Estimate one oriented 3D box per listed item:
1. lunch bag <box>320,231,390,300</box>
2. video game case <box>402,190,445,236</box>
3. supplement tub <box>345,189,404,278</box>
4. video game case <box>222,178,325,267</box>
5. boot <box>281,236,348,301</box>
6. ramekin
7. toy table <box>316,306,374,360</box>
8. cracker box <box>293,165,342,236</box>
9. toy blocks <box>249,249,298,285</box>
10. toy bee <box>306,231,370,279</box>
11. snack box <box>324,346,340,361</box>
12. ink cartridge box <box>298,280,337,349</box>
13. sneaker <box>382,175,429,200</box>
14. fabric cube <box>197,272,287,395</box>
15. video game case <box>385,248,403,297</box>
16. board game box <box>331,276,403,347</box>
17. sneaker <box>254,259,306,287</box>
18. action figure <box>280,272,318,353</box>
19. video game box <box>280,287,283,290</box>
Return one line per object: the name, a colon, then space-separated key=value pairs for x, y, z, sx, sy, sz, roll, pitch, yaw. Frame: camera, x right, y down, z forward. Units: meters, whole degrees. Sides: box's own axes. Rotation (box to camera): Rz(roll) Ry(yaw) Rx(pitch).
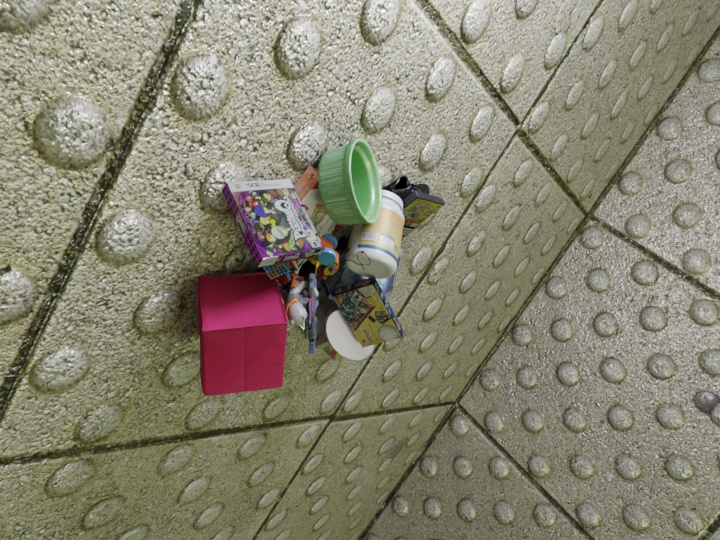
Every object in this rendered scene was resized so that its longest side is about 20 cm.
lunch bag: x=0.000 y=0.000 z=1.578 sx=0.166 sy=0.128 sz=0.204 roll=21 pitch=109 yaw=-28
video game case: x=0.151 y=-0.171 z=1.663 sx=0.179 sy=0.026 sz=0.198 roll=-38 pitch=160 yaw=27
supplement tub: x=0.043 y=-0.098 z=1.456 sx=0.145 sy=0.140 sz=0.206 roll=52 pitch=45 yaw=-58
video game case: x=-0.192 y=-0.113 z=1.209 sx=0.178 sy=0.204 sz=0.036 roll=-11 pitch=156 yaw=-44
boot: x=-0.127 y=-0.005 z=1.466 sx=0.200 sy=0.073 sz=0.166 roll=-45 pitch=-179 yaw=-34
ramekin: x=-0.026 y=-0.211 z=1.327 sx=0.199 sy=0.095 sz=0.208 roll=-7 pitch=90 yaw=-67
toy table: x=-0.056 y=0.176 z=1.623 sx=0.183 sy=0.116 sz=0.202 roll=-43 pitch=121 yaw=-15
cracker box: x=-0.110 y=-0.159 z=1.395 sx=0.135 sy=0.057 sz=0.199 roll=-51 pitch=148 yaw=1
toy blocks: x=-0.202 y=-0.045 z=1.274 sx=0.097 sy=0.139 sz=0.202 roll=-20 pitch=133 yaw=11
toy bee: x=-0.090 y=-0.025 z=1.333 sx=0.109 sy=0.198 sz=0.132 roll=-49 pitch=-175 yaw=37
snack box: x=-0.068 y=0.196 z=1.817 sx=0.141 sy=0.053 sz=0.203 roll=-39 pitch=145 yaw=-20
ink cartridge box: x=-0.115 y=0.109 z=1.662 sx=0.200 sy=0.044 sz=0.178 roll=-46 pitch=122 yaw=-14
sneaker: x=0.140 y=-0.241 z=1.623 sx=0.196 sy=0.060 sz=0.106 roll=-29 pitch=147 yaw=-25
fabric cube: x=-0.288 y=0.148 z=1.293 sx=0.193 sy=0.198 sz=0.204 roll=-3 pitch=128 yaw=-18
video game case: x=0.061 y=0.033 z=1.842 sx=0.179 sy=0.023 sz=0.204 roll=-24 pitch=140 yaw=-36
board game box: x=0.022 y=0.121 z=1.516 sx=0.203 sy=0.132 sz=0.035 roll=61 pitch=27 yaw=-29
sneaker: x=-0.213 y=0.012 z=1.426 sx=0.199 sy=0.074 sz=0.089 roll=-42 pitch=146 yaw=-12
action figure: x=-0.155 y=0.098 z=1.319 sx=0.101 sy=0.194 sz=0.207 roll=-1 pitch=103 yaw=-9
video game box: x=-0.297 y=0.150 z=1.491 sx=0.179 sy=0.047 sz=0.204 roll=-13 pitch=133 yaw=-47
